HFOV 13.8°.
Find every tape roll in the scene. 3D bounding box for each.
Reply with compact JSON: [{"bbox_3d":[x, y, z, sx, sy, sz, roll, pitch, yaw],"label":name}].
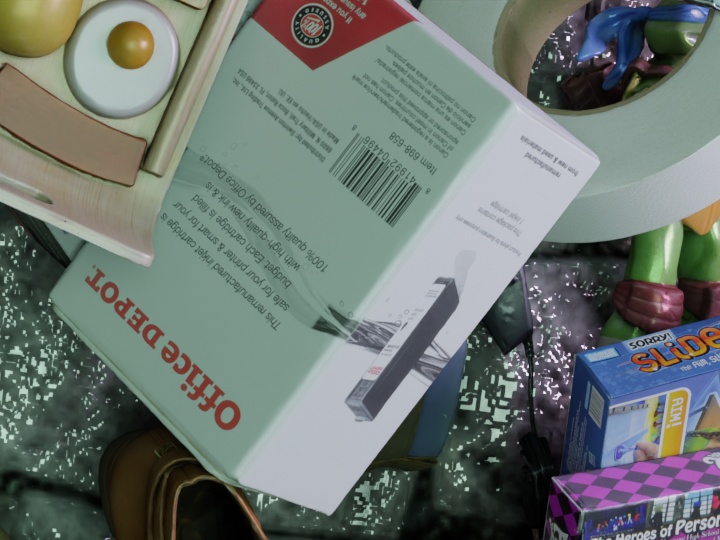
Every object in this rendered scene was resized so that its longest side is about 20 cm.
[{"bbox_3d":[0.115,-0.103,1.340,0.203,0.203,0.037,-45,136,-9],"label":"tape roll"}]

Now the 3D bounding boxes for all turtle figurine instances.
[{"bbox_3d":[0.183,-0.023,1.377,0.199,0.144,0.194,10,101,3],"label":"turtle figurine"}]

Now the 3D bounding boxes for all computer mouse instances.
[{"bbox_3d":[0.068,0.046,1.406,0.034,0.059,0.200,-9,100,2],"label":"computer mouse"}]

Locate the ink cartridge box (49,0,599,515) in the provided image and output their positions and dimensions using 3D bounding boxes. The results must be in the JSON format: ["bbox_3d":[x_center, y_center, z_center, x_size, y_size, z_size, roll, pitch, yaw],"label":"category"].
[{"bbox_3d":[-0.018,-0.017,1.285,0.200,0.144,0.084,-52,145,7],"label":"ink cartridge box"}]

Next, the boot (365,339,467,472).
[{"bbox_3d":[0.000,0.000,1.387,0.097,0.075,0.201,15,77,-41],"label":"boot"}]

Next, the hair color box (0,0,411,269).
[{"bbox_3d":[-0.082,-0.099,1.322,0.200,0.064,0.111,-43,144,-11],"label":"hair color box"}]

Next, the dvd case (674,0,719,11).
[{"bbox_3d":[0.098,-0.204,1.343,0.022,0.200,0.146,20,86,-57],"label":"dvd case"}]

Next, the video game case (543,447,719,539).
[{"bbox_3d":[0.169,0.163,1.363,0.200,0.036,0.182,-9,121,-25],"label":"video game case"}]

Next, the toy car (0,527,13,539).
[{"bbox_3d":[-0.192,0.144,1.287,0.164,0.158,0.200,-41,108,-2],"label":"toy car"}]

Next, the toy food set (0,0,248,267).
[{"bbox_3d":[-0.112,-0.121,1.221,0.143,0.060,0.200,24,86,-15],"label":"toy food set"}]

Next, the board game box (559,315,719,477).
[{"bbox_3d":[0.155,0.108,1.377,0.135,0.034,0.200,-13,132,-21],"label":"board game box"}]

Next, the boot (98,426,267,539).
[{"bbox_3d":[-0.056,0.164,1.321,0.077,0.155,0.200,-17,97,-14],"label":"boot"}]
